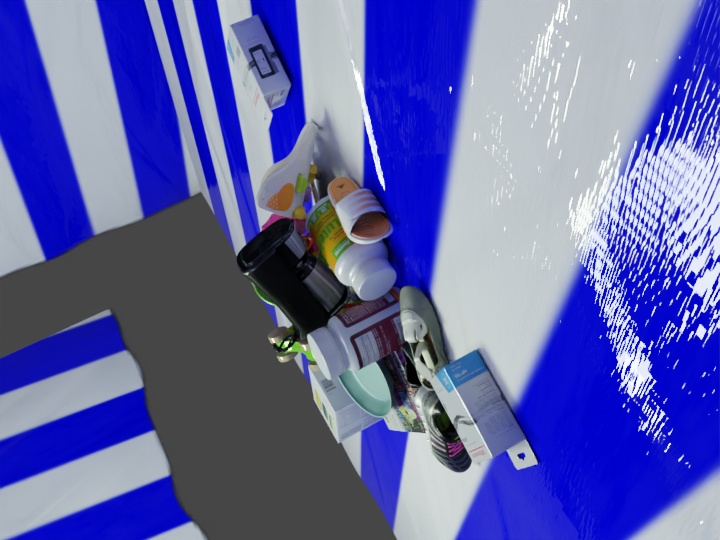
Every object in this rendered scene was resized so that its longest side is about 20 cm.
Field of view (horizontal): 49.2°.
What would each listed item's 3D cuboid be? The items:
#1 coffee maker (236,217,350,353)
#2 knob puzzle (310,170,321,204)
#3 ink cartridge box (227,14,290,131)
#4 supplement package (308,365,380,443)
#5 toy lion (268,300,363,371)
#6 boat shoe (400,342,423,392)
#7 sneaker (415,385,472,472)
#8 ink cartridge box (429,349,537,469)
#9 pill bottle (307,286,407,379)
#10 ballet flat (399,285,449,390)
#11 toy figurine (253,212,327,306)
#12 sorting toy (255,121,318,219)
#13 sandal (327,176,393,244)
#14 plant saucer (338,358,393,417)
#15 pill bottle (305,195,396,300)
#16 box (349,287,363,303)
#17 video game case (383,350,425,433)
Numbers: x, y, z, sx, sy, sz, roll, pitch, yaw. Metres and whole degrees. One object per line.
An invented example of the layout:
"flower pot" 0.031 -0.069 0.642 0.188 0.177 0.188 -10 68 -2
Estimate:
"coffee maker" -0.145 0.031 1.521 0.200 0.193 0.134 48 159 -28
"knob puzzle" -0.079 -0.130 1.691 0.220 0.030 0.223 165 90 -87
"ink cartridge box" -0.204 -0.406 1.630 0.202 0.067 0.116 65 166 2
"supplement package" -0.033 0.321 2.064 0.152 0.149 0.201 56 163 30
"toy lion" -0.069 0.122 1.638 0.199 0.191 0.069 4 123 52
"boat shoe" 0.115 0.201 1.528 0.074 0.063 0.203 49 160 39
"sneaker" 0.169 0.309 1.482 0.087 0.073 0.202 20 137 62
"ink cartridge box" 0.198 0.244 1.284 0.202 0.067 0.116 61 165 14
"pill bottle" 0.006 0.122 1.505 0.115 0.198 0.115 57 164 27
"ballet flat" 0.110 0.124 1.396 0.067 0.064 0.202 -4 117 37
"toy figurine" -0.143 -0.053 1.660 0.149 0.200 0.185 34 147 24
"sorting toy" -0.128 -0.206 1.549 0.200 0.106 0.182 -111 42 -76
"sandal" -0.014 -0.124 1.422 0.207 0.078 0.060 54 165 44
"plant saucer" 0.010 0.218 1.678 0.199 0.036 0.202 38 143 35
"pill bottle" -0.015 -0.043 1.491 0.201 0.110 0.112 56 163 33
"box" 0.014 0.127 1.786 0.158 0.048 0.202 30 142 67
"video game case" 0.077 0.252 1.680 0.181 0.036 0.202 -14 104 59
